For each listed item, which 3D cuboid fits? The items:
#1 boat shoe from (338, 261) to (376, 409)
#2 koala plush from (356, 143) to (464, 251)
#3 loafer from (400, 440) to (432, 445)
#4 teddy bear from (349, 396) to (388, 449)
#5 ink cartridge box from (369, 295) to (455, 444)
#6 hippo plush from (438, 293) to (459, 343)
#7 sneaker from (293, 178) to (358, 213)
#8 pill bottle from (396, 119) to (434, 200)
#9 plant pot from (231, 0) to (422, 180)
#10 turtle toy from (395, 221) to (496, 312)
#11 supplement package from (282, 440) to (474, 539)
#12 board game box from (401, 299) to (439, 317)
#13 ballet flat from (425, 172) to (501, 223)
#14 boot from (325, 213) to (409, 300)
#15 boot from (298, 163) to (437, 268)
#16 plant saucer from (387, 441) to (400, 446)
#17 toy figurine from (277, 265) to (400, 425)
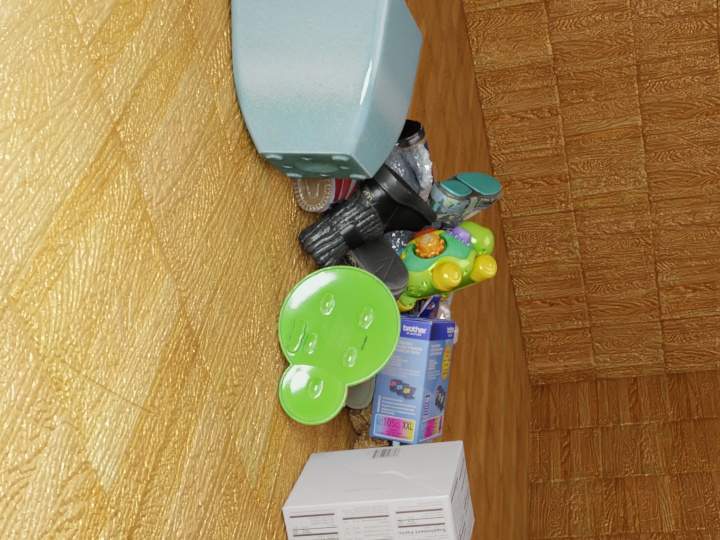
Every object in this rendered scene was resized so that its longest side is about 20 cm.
[{"bbox_3d":[-0.013,0.088,1.615,0.061,0.071,0.203,-36,117,-70],"label":"boat shoe"},{"bbox_3d":[0.055,-0.107,1.801,0.184,0.176,0.201,-66,153,-46],"label":"koala plush"},{"bbox_3d":[0.090,0.253,1.875,0.063,0.072,0.201,30,45,-20],"label":"loafer"},{"bbox_3d":[0.022,0.207,1.721,0.145,0.066,0.202,66,23,-60],"label":"teddy bear"},{"bbox_3d":[0.076,0.133,1.636,0.136,0.076,0.202,4,91,-71],"label":"ink cartridge box"},{"bbox_3d":[0.142,0.035,1.998,0.161,0.159,0.200,-46,144,-13],"label":"hippo plush"},{"bbox_3d":[-0.048,-0.176,1.587,0.112,0.071,0.202,8,84,-72],"label":"sneaker"},{"bbox_3d":[0.072,-0.146,1.997,0.112,0.111,0.201,-72,152,-60],"label":"pill bottle"},{"bbox_3d":[-0.044,-0.218,1.395,0.196,0.195,0.202,39,55,-72],"label":"plant pot"},{"bbox_3d":[0.124,-0.014,1.716,0.199,0.145,0.102,-13,80,-41],"label":"turtle toy"},{"bbox_3d":[0.027,0.293,1.409,0.156,0.198,0.112,-54,136,-71],"label":"supplement package"},{"bbox_3d":[0.076,0.138,1.836,0.120,0.032,0.202,-158,-102,-69],"label":"board game box"},{"bbox_3d":[0.150,-0.106,1.765,0.200,0.074,0.075,-12,96,-59],"label":"ballet flat"},{"bbox_3d":[0.000,0.000,1.688,0.200,0.073,0.151,54,-29,34],"label":"boot"},{"bbox_3d":[0.008,-0.060,1.577,0.080,0.158,0.211,47,8,23],"label":"boot"},{"bbox_3d":[0.038,0.203,1.821,0.070,0.019,0.202,158,-72,-66],"label":"plant saucer"},{"bbox_3d":[-0.026,0.117,1.477,0.184,0.149,0.201,74,36,-70],"label":"toy figurine"}]
